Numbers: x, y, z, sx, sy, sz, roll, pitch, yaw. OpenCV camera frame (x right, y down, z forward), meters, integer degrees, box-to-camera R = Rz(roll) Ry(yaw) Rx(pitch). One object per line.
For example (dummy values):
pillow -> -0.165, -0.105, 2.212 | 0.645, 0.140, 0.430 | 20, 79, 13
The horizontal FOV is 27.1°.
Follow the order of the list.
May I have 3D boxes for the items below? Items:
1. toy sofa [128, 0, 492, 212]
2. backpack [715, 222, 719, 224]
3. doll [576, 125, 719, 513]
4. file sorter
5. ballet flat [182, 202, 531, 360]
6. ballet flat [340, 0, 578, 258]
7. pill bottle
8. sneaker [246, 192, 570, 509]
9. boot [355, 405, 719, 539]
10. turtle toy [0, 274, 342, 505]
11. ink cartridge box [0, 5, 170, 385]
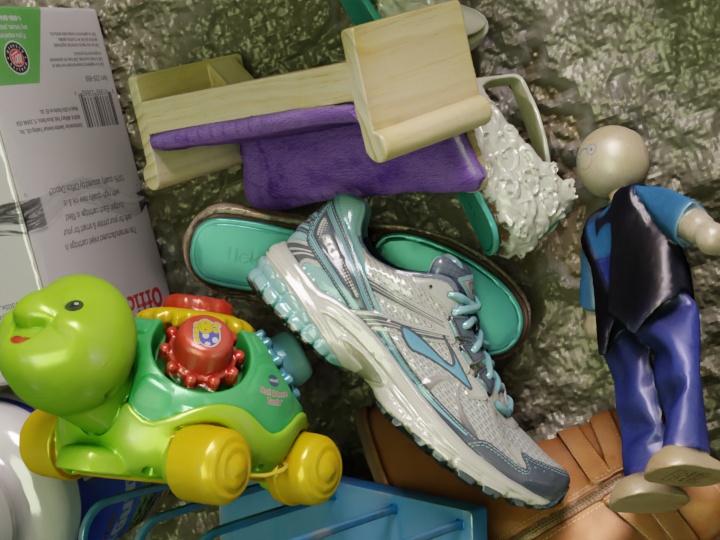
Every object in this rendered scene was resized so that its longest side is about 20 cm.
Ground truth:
toy sofa -> -0.030, -0.074, 0.792 | 0.199, 0.082, 0.099 | -2, 104, 47
backpack -> 0.252, 0.025, 0.731 | 0.161, 0.154, 0.203 | 6, 79, 13
doll -> 0.146, 0.014, 0.765 | 0.048, 0.137, 0.202 | 5, 62, -18
file sorter -> -0.044, 0.191, 0.793 | 0.198, 0.122, 0.141 | 4, 100, 43
ballet flat -> 0.000, 0.000, 0.839 | 0.198, 0.067, 0.069 | 18, 96, 2
ballet flat -> 0.053, -0.101, 0.816 | 0.071, 0.072, 0.202 | -32, 80, 20
pill bottle -> -0.193, 0.123, 0.857 | 0.111, 0.200, 0.114 | 3, 100, 19
sneaker -> 0.038, 0.040, 0.766 | 0.200, 0.078, 0.087 | 41, 90, 3
boot -> 0.100, 0.114, 0.826 | 0.154, 0.074, 0.201 | -40, 62, 2
turtle toy -> -0.103, 0.061, 0.760 | 0.144, 0.199, 0.103 | 2, 83, 35
ink cartridge box -> -0.193, -0.043, 0.861 | 0.083, 0.146, 0.203 | -13, 93, 19
